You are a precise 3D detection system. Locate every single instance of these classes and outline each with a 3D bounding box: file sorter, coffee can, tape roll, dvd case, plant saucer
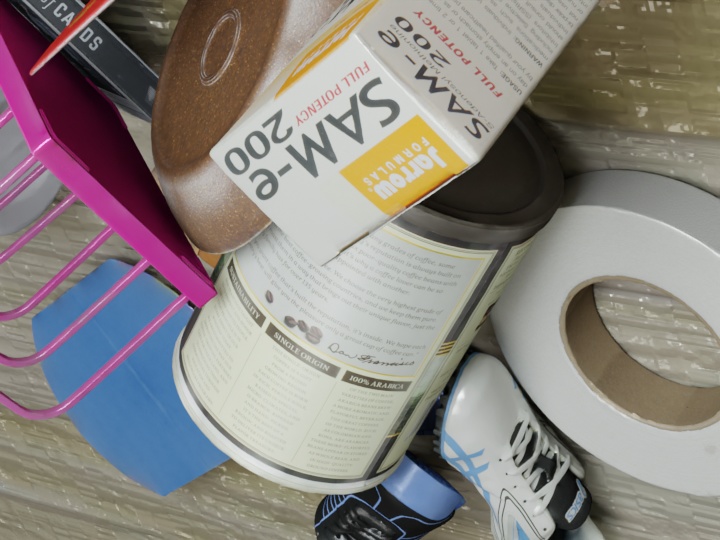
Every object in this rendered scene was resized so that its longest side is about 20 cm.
[{"bbox_3d":[-0.191,-0.040,1.119,0.139,0.125,0.200,45,-172,-40],"label":"file sorter"},{"bbox_3d":[0.000,0.000,1.122,0.146,0.146,0.201,35,125,8],"label":"coffee can"},{"bbox_3d":[0.163,0.037,1.148,0.202,0.037,0.204,24,140,22],"label":"tape roll"},{"bbox_3d":[-0.195,-0.163,1.197,0.200,0.025,0.150,43,174,-23],"label":"dvd case"},{"bbox_3d":[-0.059,-0.109,1.076,0.036,0.202,0.200,20,151,-26],"label":"plant saucer"}]

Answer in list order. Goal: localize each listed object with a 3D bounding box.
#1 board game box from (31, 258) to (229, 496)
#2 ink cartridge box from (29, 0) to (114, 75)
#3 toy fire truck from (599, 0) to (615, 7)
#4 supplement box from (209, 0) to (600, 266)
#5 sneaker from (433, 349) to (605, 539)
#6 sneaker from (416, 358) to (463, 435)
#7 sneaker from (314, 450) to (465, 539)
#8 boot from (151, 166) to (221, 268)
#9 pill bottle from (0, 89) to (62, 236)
[{"bbox_3d":[-0.141,0.066,1.452,0.158,0.039,0.200,52,138,-4],"label":"board game box"},{"bbox_3d":[-0.084,-0.198,1.020,0.045,0.176,0.200,46,143,-11],"label":"ink cartridge box"},{"bbox_3d":[0.090,-0.168,1.002,0.140,0.049,0.201,20,139,24],"label":"toy fire truck"},{"bbox_3d":[0.038,-0.108,0.898,0.074,0.200,0.126,45,143,-9],"label":"supplement box"},{"bbox_3d":[0.097,0.113,1.236,0.072,0.072,0.200,13,151,32],"label":"sneaker"},{"bbox_3d":[-0.010,0.076,1.308,0.199,0.077,0.076,10,131,32],"label":"sneaker"},{"bbox_3d":[0.012,0.152,1.297,0.070,0.078,0.200,38,171,3],"label":"sneaker"},{"bbox_3d":[-0.029,-0.053,1.215,0.154,0.074,0.200,36,143,-5],"label":"boot"},{"bbox_3d":[-0.292,-0.103,1.348,0.199,0.120,0.120,18,137,28],"label":"pill bottle"}]
